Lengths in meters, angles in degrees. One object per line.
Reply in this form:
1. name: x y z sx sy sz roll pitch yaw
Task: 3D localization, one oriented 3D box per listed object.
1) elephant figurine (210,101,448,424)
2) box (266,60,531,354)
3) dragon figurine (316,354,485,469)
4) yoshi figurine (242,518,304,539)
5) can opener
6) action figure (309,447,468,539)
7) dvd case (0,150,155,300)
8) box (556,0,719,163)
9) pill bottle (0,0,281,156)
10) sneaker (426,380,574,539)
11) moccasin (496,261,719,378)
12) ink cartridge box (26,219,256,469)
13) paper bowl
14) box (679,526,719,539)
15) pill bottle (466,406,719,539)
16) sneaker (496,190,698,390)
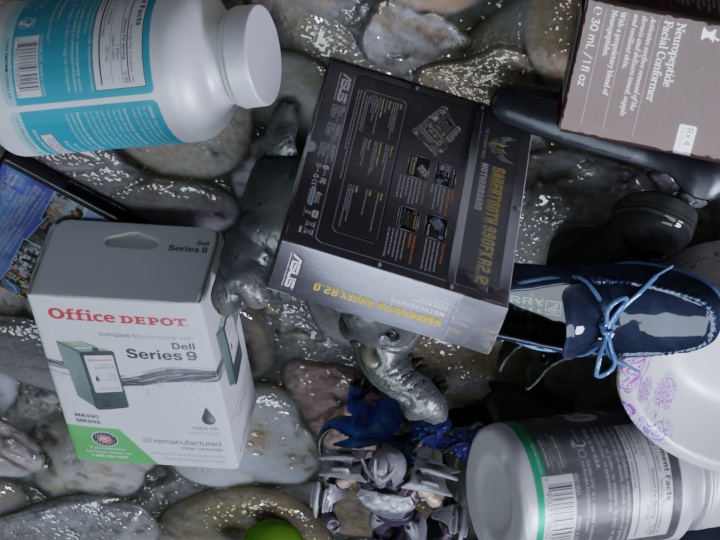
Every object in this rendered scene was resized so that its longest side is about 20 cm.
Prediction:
1. elephant figurine: 0.000 0.000 1.481 0.199 0.142 0.155 20 152 2
2. box: 0.031 -0.048 1.367 0.157 0.201 0.049 16 134 -5
3. dragon figurine: 0.018 0.136 1.638 0.199 0.100 0.059 -23 126 34
4. yoshi figurine: -0.092 0.295 1.863 0.112 0.112 0.200 57 152 12
5. can opener: 0.186 -0.094 1.393 0.198 0.079 0.063 12 177 6
6. action figure: 0.030 0.202 1.608 0.129 0.070 0.201 18 151 21
7. dvd case: -0.225 -0.009 1.610 0.199 0.018 0.143 29 135 -14
8. box: 0.235 -0.128 1.305 0.198 0.075 0.101 10 119 2
9. pill bottle: -0.159 -0.141 1.384 0.198 0.111 0.111 -3 135 18
10. sneaker: 0.099 0.160 1.675 0.090 0.076 0.200 30 126 -8
11. moccasin: 0.150 0.038 1.377 0.198 0.068 0.081 0 109 18
12. ink cartridge box: -0.173 0.062 1.594 0.145 0.084 0.201 2 136 11
13. paper bowl: 0.293 0.054 1.476 0.199 0.105 0.201 7 138 7
14. box: 0.321 0.254 1.681 0.198 0.105 0.183 1 137 14
15. pill bottle: 0.193 0.166 1.558 0.198 0.114 0.113 -5 142 -21
16. sneaker: 0.170 0.017 1.444 0.060 0.105 0.200 28 156 -18
